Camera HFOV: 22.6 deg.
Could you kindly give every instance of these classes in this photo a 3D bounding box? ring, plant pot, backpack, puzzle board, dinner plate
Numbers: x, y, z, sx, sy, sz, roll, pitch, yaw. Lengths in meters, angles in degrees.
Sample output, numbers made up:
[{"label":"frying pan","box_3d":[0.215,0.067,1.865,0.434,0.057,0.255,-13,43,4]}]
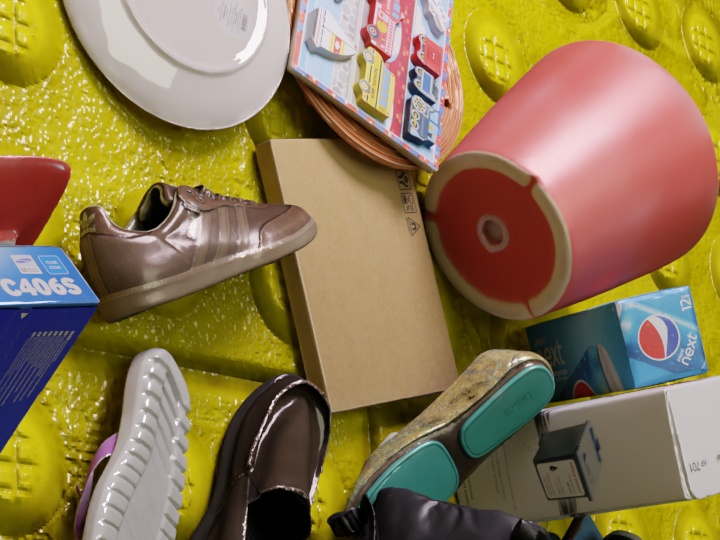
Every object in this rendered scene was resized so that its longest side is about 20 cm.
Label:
[{"label":"ring","box_3d":[0.005,-0.168,1.386,0.200,0.019,0.201,27,50,-37]},{"label":"plant pot","box_3d":[0.156,-0.061,1.432,0.177,0.200,0.201,-32,102,-41]},{"label":"backpack","box_3d":[0.041,0.256,1.179,0.127,0.166,0.201,44,62,-38]},{"label":"puzzle board","box_3d":[0.014,-0.189,1.380,0.150,0.017,0.201,34,45,-31]},{"label":"dinner plate","box_3d":[-0.120,-0.195,1.239,0.199,0.024,0.201,17,65,-40]}]

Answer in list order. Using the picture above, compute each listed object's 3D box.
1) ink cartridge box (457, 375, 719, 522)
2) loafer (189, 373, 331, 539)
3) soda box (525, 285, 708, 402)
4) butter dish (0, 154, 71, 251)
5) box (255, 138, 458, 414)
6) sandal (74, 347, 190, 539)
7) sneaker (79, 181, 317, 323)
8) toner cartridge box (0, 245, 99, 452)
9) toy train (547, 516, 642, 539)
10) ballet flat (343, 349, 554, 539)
[{"label":"ink cartridge box","box_3d":[0.191,0.139,1.374,0.146,0.199,0.086,-4,80,-52]},{"label":"loafer","box_3d":[-0.054,0.150,1.171,0.073,0.071,0.201,46,45,-30]},{"label":"soda box","box_3d":[0.197,0.061,1.415,0.064,0.200,0.068,-12,86,-15]},{"label":"butter dish","box_3d":[-0.280,-0.017,0.897,0.199,0.200,0.148,-7,51,-50]},{"label":"box","box_3d":[0.000,0.000,1.334,0.163,0.021,0.201,-5,81,-52]},{"label":"sandal","box_3d":[-0.144,0.134,1.090,0.203,0.050,0.083,-78,150,-50]},{"label":"sneaker","box_3d":[-0.102,-0.028,1.180,0.200,0.070,0.076,-24,95,-53]},{"label":"toner cartridge box","box_3d":[-0.220,0.074,0.899,0.095,0.200,0.043,-2,45,-52]},{"label":"toy train","box_3d":[0.151,0.264,1.348,0.087,0.114,0.200,60,40,-17]},{"label":"ballet flat","box_3d":[0.055,0.125,1.310,0.200,0.071,0.071,-38,109,-18]}]
